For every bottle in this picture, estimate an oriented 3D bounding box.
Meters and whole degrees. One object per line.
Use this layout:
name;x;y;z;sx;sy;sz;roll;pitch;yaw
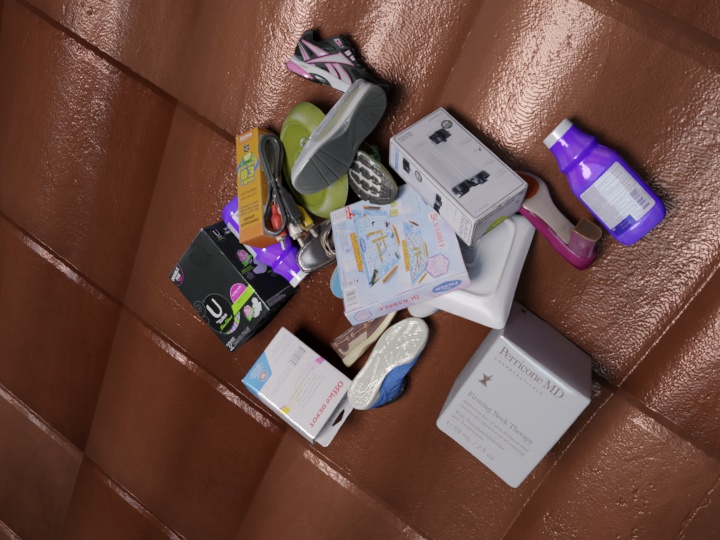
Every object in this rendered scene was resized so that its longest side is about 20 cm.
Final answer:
bottle;0.356;-0.136;0.885;0.200;0.065;0.084;47;118;4
bottle;-0.176;-0.058;1.145;0.201;0.083;0.065;48;153;0

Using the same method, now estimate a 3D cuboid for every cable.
cable;-0.150;-0.135;1.049;0.205;0.095;0.050;66;154;8

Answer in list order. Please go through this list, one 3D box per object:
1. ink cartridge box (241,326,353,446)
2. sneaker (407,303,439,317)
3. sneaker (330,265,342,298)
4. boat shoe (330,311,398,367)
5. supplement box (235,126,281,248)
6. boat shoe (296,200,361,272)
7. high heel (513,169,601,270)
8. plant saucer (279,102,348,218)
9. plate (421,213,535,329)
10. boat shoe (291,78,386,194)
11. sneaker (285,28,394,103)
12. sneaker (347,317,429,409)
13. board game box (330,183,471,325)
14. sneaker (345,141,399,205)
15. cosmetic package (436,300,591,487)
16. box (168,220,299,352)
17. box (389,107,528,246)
ink cartridge box;-0.110;0.234;1.154;0.198;0.129;0.126;37;161;9
sneaker;0.153;0.023;1.030;0.198;0.072;0.073;-37;92;30
sneaker;0.000;0.000;1.058;0.199;0.130;0.080;-39;91;29
boat shoe;0.011;0.096;1.119;0.072;0.072;0.201;43;124;4
supplement box;-0.183;-0.150;1.084;0.065;0.068;0.207;-15;72;34
boat shoe;-0.043;-0.063;1.073;0.198;0.073;0.075;-37;91;17
high heel;0.288;-0.078;0.953;0.200;0.067;0.097;46;161;27
plant saucer;-0.091;-0.185;1.041;0.199;0.030;0.206;37;138;42
plate;0.165;-0.030;0.958;0.194;0.033;0.205;18;69;17
boat shoe;-0.041;-0.209;0.933;0.204;0.074;0.065;-53;47;2
sneaker;-0.030;-0.345;0.998;0.195;0.080;0.089;24;103;9
sneaker;0.064;0.176;1.113;0.076;0.111;0.202;39;95;26
board game box;0.057;-0.038;0.945;0.194;0.041;0.205;-18;55;12
sneaker;0.009;-0.189;1.000;0.200;0.087;0.078;46;144;29
cosmetic package;0.254;0.197;0.985;0.165;0.166;0.203;35;116;10
box;-0.250;0.024;1.180;0.201;0.124;0.148;49;119;4
box;0.145;-0.148;0.918;0.201;0.115;0.061;47;159;25
